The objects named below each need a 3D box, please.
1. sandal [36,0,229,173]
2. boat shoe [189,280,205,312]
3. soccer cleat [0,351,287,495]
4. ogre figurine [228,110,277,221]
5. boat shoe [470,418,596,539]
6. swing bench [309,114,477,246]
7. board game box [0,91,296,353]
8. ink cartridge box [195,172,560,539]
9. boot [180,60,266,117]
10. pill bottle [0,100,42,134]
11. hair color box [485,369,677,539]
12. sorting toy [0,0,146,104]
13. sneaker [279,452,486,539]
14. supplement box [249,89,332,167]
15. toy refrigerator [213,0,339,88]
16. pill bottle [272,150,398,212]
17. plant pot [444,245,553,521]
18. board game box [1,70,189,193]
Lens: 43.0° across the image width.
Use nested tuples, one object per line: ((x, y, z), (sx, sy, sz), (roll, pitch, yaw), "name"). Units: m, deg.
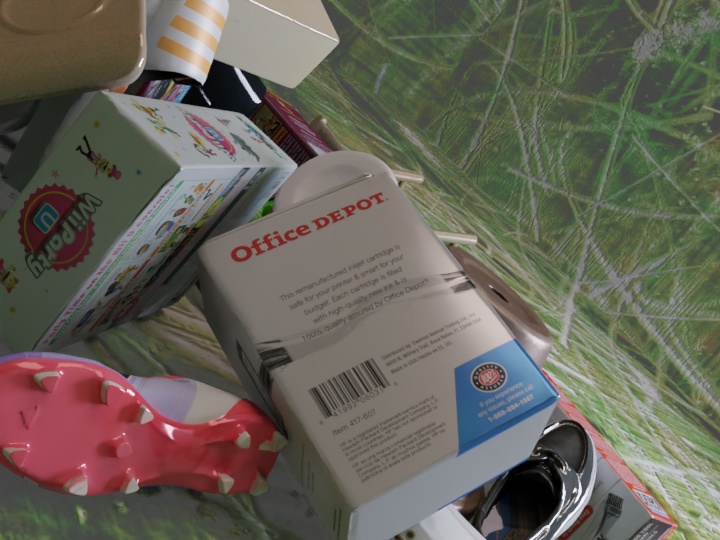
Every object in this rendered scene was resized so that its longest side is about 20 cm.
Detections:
((-0.134, -0.129, 0.596), (0.059, 0.208, 0.079), (33, 2, -14), "sandal")
((-0.145, -0.034, 0.785), (0.200, 0.057, 0.067), (46, 17, 23), "boat shoe")
((-0.125, 0.081, 0.492), (0.076, 0.067, 0.199), (23, 0, 43), "soccer cleat")
((-0.093, -0.048, 0.865), (0.120, 0.097, 0.202), (-71, 155, -70), "ogre figurine")
((0.138, 0.173, 0.709), (0.068, 0.057, 0.200), (26, 39, 21), "boat shoe")
((0.011, -0.075, 1.196), (0.199, 0.130, 0.199), (25, 20, -32), "swing bench")
((-0.137, -0.033, 0.582), (0.064, 0.148, 0.200), (43, 14, 4), "board game box")
((0.003, 0.052, 0.579), (0.201, 0.145, 0.085), (55, -23, 30), "ink cartridge box")
((-0.131, -0.231, 0.867), (0.169, 0.199, 0.077), (55, 19, -40), "boot")
((-0.280, -0.180, 0.757), (0.115, 0.116, 0.200), (37, 12, -11), "pill bottle")
((0.174, 0.188, 0.832), (0.064, 0.111, 0.200), (28, 19, -44), "hair color box")
((-0.221, -0.169, 0.559), (0.037, 0.183, 0.201), (85, -5, -53), "sorting toy")
((0.015, 0.156, 0.585), (0.200, 0.073, 0.085), (41, 16, 8), "sneaker")
((-0.092, -0.115, 1.070), (0.085, 0.111, 0.200), (22, 23, -52), "supplement box")
((-0.114, -0.212, 0.711), (0.199, 0.070, 0.076), (8, 50, -51), "toy refrigerator")
((0.000, 0.000, 0.815), (0.110, 0.109, 0.201), (52, -12, 40), "pill bottle")
((0.055, 0.082, 0.714), (0.200, 0.175, 0.200), (38, 13, -11), "plant pot")
((-0.191, -0.145, 0.743), (0.064, 0.148, 0.200), (37, 27, -10), "board game box")
